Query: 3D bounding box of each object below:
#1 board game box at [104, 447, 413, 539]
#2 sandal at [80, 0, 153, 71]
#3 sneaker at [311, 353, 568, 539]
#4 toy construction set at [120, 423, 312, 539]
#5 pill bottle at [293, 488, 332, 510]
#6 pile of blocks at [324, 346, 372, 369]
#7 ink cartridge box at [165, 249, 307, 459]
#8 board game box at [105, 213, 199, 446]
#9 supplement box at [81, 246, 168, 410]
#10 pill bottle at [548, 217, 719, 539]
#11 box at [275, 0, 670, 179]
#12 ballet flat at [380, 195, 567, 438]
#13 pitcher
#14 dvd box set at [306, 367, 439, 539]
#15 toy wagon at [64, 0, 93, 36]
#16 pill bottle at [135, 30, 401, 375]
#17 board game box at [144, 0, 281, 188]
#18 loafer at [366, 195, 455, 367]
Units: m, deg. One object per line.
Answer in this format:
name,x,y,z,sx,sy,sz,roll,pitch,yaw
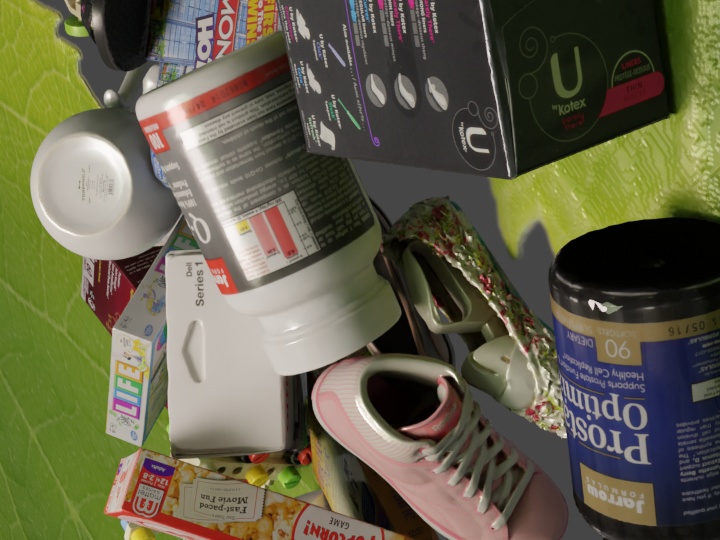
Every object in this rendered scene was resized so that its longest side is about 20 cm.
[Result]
board game box,-0.078,0.182,1.032,0.151,0.199,0.047,144,145,-73
sandal,-0.180,-0.197,1.104,0.200,0.048,0.076,-59,-24,-74
sneaker,0.063,0.122,0.941,0.200,0.076,0.105,35,159,-6
toy construction set,-0.114,0.175,1.256,0.092,0.200,0.131,45,112,20
pill bottle,-0.027,0.298,1.242,0.112,0.111,0.201,-23,90,60
pile of blocks,0.031,0.091,1.081,0.200,0.062,0.082,53,-167,8
ink cartridge box,-0.090,0.066,1.087,0.200,0.083,0.146,69,-162,-83
board game box,-0.153,0.029,1.199,0.034,0.201,0.135,20,136,5
supplement box,-0.200,0.043,1.405,0.200,0.061,0.109,47,144,31
pill bottle,0.167,0.082,0.787,0.112,0.111,0.201,19,125,52
box,0.058,-0.124,0.815,0.199,0.122,0.107,14,121,55
ballet flat,0.079,0.039,0.948,0.200,0.064,0.076,53,146,22
pitcher,-0.198,-0.098,1.196,0.200,0.120,0.173,-30,-60,-80
dvd box set,0.009,0.185,1.130,0.147,0.029,0.200,89,158,-44
toy wagon,-0.222,-0.266,1.258,0.200,0.039,0.156,34,137,43
pill bottle,-0.055,-0.042,0.932,0.116,0.115,0.201,-7,111,59
board game box,-0.078,-0.144,1.031,0.199,0.061,0.202,15,99,48
loafer,0.000,0.000,1.027,0.201,0.072,0.063,56,-172,16
